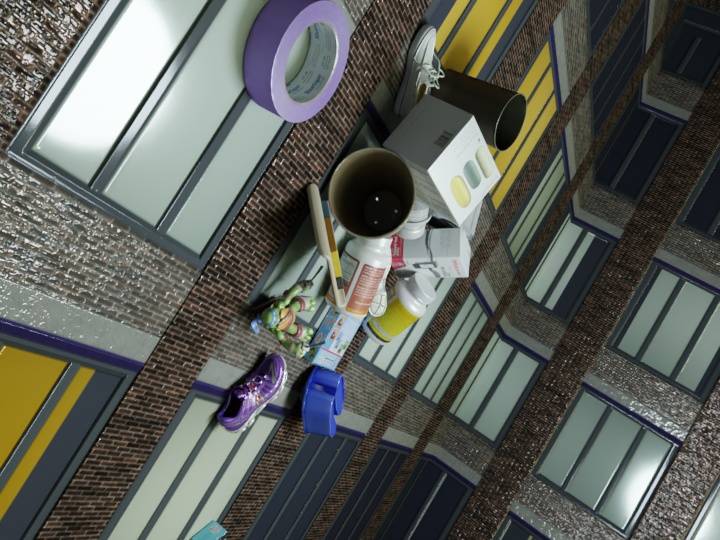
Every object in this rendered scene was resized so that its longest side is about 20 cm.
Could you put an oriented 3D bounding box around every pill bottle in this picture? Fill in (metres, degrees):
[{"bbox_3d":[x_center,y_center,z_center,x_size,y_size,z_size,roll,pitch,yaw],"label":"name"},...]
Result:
[{"bbox_3d":[0.126,-0.178,1.787,0.110,0.110,0.203,-40,149,-36],"label":"pill bottle"},{"bbox_3d":[0.000,0.000,1.733,0.111,0.111,0.203,-4,121,-61],"label":"pill bottle"},{"bbox_3d":[0.102,0.099,1.951,0.199,0.114,0.112,-40,163,24],"label":"pill bottle"}]

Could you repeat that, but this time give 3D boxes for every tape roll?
[{"bbox_3d":[-0.102,-0.353,1.213,0.200,0.065,0.202,-45,152,-32],"label":"tape roll"}]

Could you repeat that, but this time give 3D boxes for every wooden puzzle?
[{"bbox_3d":[-0.063,-0.051,1.507,0.036,0.188,0.201,-13,145,2],"label":"wooden puzzle"}]

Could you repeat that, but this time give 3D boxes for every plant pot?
[{"bbox_3d":[0.039,-0.149,1.600,0.190,0.185,0.200,-59,169,0],"label":"plant pot"}]

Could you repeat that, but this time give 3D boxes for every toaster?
[{"bbox_3d":[0.229,-0.172,1.934,0.197,0.113,0.132,29,76,-22],"label":"toaster"}]

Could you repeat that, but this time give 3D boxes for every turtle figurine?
[{"bbox_3d":[-0.118,0.102,1.548,0.197,0.146,0.194,-27,173,7],"label":"turtle figurine"}]

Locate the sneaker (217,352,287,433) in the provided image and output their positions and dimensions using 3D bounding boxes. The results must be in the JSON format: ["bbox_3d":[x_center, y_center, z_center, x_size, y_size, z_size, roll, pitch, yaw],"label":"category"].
[{"bbox_3d":[-0.236,0.266,1.611,0.201,0.080,0.084,-54,149,-13],"label":"sneaker"}]

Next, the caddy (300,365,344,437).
[{"bbox_3d":[-0.107,0.341,1.912,0.202,0.102,0.143,90,14,-47],"label":"caddy"}]

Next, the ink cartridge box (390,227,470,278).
[{"bbox_3d":[0.181,-0.043,1.919,0.145,0.195,0.085,51,41,-63],"label":"ink cartridge box"}]

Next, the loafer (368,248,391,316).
[{"bbox_3d":[0.035,0.013,1.869,0.070,0.063,0.205,-1,102,-18],"label":"loafer"}]

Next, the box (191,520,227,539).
[{"bbox_3d":[-0.390,0.729,1.842,0.082,0.049,0.204,-28,140,-50],"label":"box"}]

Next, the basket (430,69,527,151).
[{"bbox_3d":[0.272,-0.386,1.735,0.138,0.198,0.179,-64,156,9],"label":"basket"}]

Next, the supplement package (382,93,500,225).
[{"bbox_3d":[0.177,-0.236,1.578,0.152,0.150,0.200,-48,139,-7],"label":"supplement package"}]

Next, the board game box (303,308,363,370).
[{"bbox_3d":[-0.056,0.152,1.880,0.202,0.036,0.151,-59,156,-3],"label":"board game box"}]

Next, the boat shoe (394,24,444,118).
[{"bbox_3d":[0.140,-0.417,1.583,0.074,0.085,0.206,-19,133,-55],"label":"boat shoe"}]
